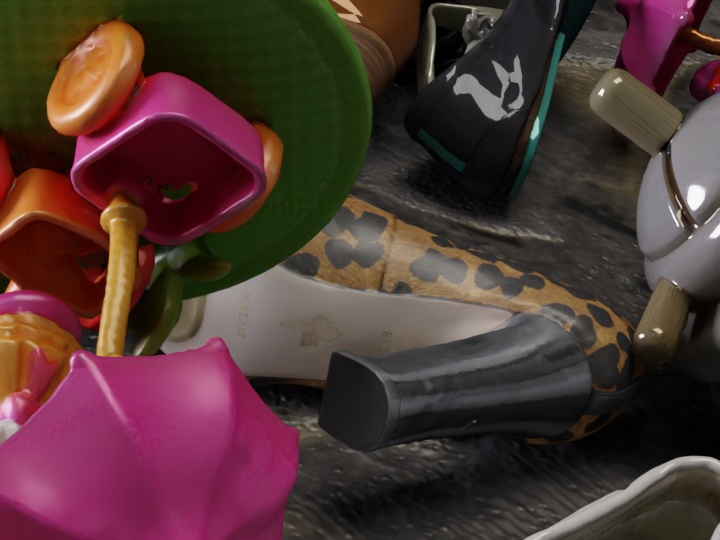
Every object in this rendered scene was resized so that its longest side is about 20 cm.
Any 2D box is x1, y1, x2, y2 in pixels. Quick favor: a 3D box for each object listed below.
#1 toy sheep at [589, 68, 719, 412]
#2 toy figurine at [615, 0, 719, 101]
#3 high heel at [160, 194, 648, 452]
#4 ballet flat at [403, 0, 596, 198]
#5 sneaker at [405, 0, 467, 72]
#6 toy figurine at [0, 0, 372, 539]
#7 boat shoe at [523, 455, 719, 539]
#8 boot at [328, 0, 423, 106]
[{"bbox_3d":[0.158,-0.001,0.703,0.200,0.138,0.138,41,26,-9],"label":"toy sheep"},{"bbox_3d":[0.206,-0.085,0.917,0.183,0.151,0.201,-7,55,-7],"label":"toy figurine"},{"bbox_3d":[0.000,0.000,0.717,0.142,0.072,0.200,-4,32,-42],"label":"high heel"},{"bbox_3d":[0.065,-0.109,0.903,0.073,0.073,0.200,17,43,9],"label":"ballet flat"},{"bbox_3d":[-0.001,-0.130,0.964,0.199,0.060,0.104,-8,28,-41],"label":"sneaker"},{"bbox_3d":[-0.085,0.034,0.548,0.150,0.200,0.185,35,34,-34],"label":"toy figurine"},{"bbox_3d":[0.044,0.100,0.527,0.071,0.070,0.200,25,30,21],"label":"boat shoe"},{"bbox_3d":[-0.066,-0.138,0.877,0.199,0.077,0.156,21,52,6],"label":"boot"}]
